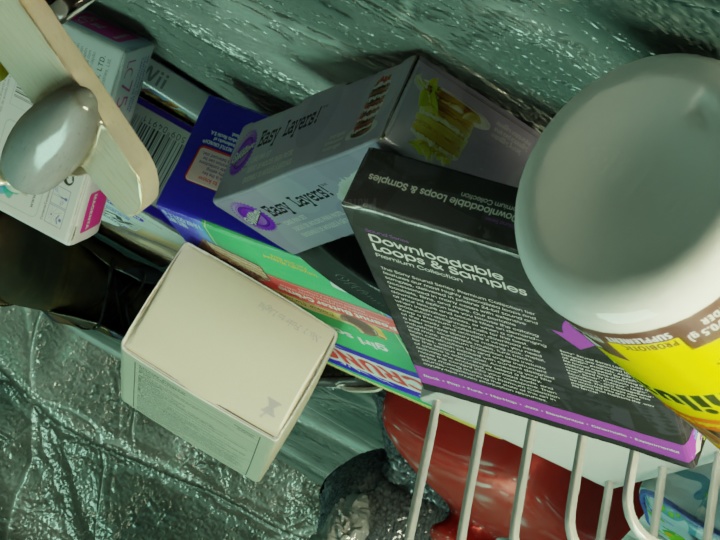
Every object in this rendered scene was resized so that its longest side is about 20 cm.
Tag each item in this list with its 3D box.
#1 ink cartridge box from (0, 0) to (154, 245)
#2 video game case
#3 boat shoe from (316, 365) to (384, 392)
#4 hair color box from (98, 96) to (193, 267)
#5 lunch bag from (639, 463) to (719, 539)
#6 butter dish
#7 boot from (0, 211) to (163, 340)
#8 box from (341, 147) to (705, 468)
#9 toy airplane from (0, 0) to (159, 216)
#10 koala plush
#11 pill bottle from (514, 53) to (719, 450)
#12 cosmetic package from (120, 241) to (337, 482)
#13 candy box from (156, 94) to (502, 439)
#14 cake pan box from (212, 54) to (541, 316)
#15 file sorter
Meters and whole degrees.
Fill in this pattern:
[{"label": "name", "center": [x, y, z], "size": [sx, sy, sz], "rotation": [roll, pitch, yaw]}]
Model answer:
[{"label": "ink cartridge box", "center": [-0.219, -0.111, 1.604], "size": [0.199, 0.120, 0.042], "rotation": [26, -158, 16]}, {"label": "video game case", "center": [-0.079, -0.074, 1.700], "size": [0.200, 0.018, 0.143], "rotation": [32, 172, -22]}, {"label": "boat shoe", "center": [0.008, 0.039, 1.767], "size": [0.060, 0.074, 0.199], "rotation": [3, 176, -39]}, {"label": "hair color box", "center": [-0.137, -0.057, 1.724], "size": [0.109, 0.065, 0.200], "rotation": [30, 174, -8]}, {"label": "lunch bag", "center": [0.262, 0.152, 1.684], "size": [0.199, 0.083, 0.161], "rotation": [25, 171, 16]}, {"label": "butter dish", "center": [0.094, 0.118, 1.826], "size": [0.199, 0.148, 0.200], "rotation": [21, 169, 40]}, {"label": "boot", "center": [-0.163, 0.001, 1.753], "size": [0.096, 0.075, 0.200], "rotation": [14, 175, 19]}, {"label": "box", "center": [0.080, 0.020, 1.306], "size": [0.142, 0.036, 0.200], "rotation": [16, 160, 20]}, {"label": "toy airplane", "center": [-0.177, -0.127, 1.258], "size": [0.200, 0.141, 0.200], "rotation": [40, 161, 41]}, {"label": "koala plush", "center": [0.034, 0.154, 2.072], "size": [0.183, 0.201, 0.177], "rotation": [23, 170, 36]}, {"label": "pill bottle", "center": [0.149, 0.009, 1.089], "size": [0.109, 0.110, 0.200], "rotation": [22, 169, 42]}, {"label": "cosmetic package", "center": [-0.078, 0.056, 1.645], "size": [0.103, 0.073, 0.200], "rotation": [31, 168, 0]}, {"label": "candy box", "center": [0.000, 0.000, 1.598], "size": [0.168, 0.077, 0.200], "rotation": [21, 166, 25]}, {"label": "cake pan box", "center": [0.046, -0.020, 1.370], "size": [0.184, 0.052, 0.200], "rotation": [34, 159, -20]}, {"label": "file sorter", "center": [0.133, 0.115, 1.491], "size": [0.138, 0.125, 0.200], "rotation": [25, 153, -28]}]
